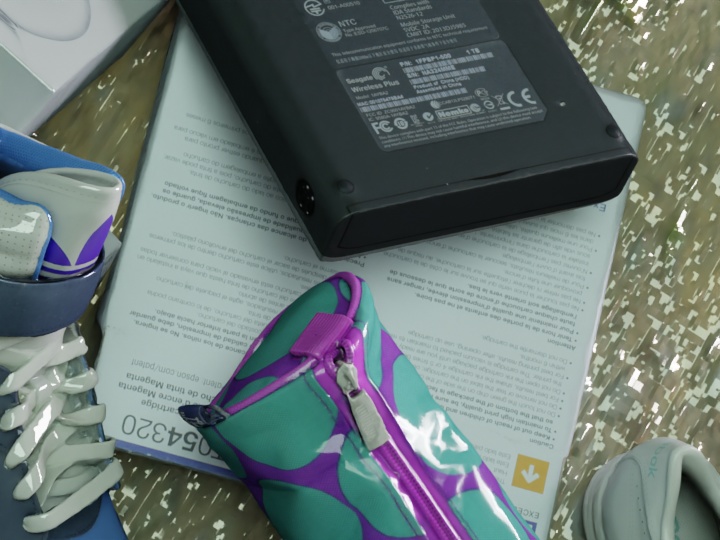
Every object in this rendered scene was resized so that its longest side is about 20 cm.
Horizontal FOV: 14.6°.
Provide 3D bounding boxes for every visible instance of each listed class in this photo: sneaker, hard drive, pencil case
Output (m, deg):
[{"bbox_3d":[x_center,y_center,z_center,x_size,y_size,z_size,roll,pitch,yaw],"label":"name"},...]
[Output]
[{"bbox_3d":[-0.118,0.033,0.998,0.200,0.146,0.081,52,37,5],"label":"sneaker"},{"bbox_3d":[0.004,-0.101,1.118,0.139,0.033,0.200,-12,58,-28],"label":"hard drive"},{"bbox_3d":[0.023,0.103,1.056,0.085,0.092,0.200,-40,99,-18],"label":"pencil case"},{"bbox_3d":[0.154,0.159,1.109,0.075,0.088,0.200,-27,84,-19],"label":"sneaker"}]

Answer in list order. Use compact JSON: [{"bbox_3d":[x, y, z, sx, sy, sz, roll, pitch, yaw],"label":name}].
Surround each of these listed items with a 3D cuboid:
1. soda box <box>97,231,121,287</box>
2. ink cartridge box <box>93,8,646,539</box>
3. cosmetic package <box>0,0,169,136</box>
[{"bbox_3d":[-0.186,-0.053,1.094,0.200,0.068,0.064,45,70,1],"label":"soda box"},{"bbox_3d":[0.000,0.000,1.139,0.196,0.043,0.201,16,77,-8],"label":"ink cartridge box"},{"bbox_3d":[-0.176,-0.142,1.079,0.200,0.151,0.052,42,115,-4],"label":"cosmetic package"}]
